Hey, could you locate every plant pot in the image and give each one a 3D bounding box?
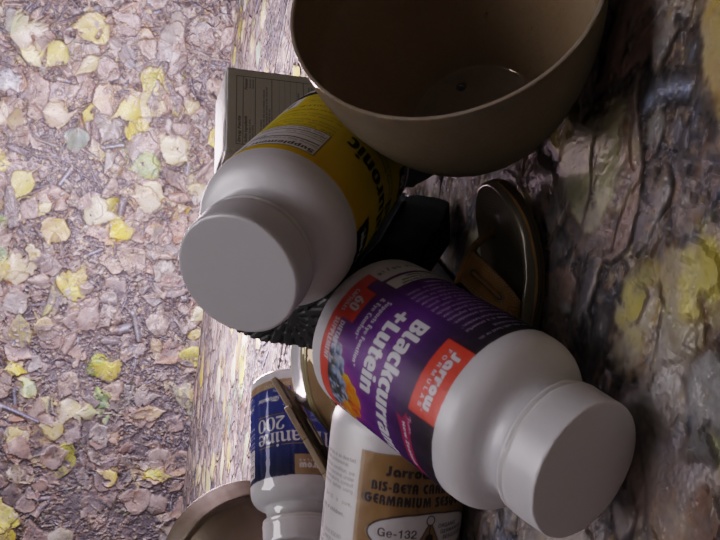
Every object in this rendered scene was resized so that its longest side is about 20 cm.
[{"bbox_3d":[-0.137,0.402,1.177,0.173,0.198,0.202,32,117,55],"label":"plant pot"},{"bbox_3d":[0.068,-0.140,0.614,0.135,0.198,0.202,61,-160,-56],"label":"plant pot"}]

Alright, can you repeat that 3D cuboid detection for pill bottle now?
[{"bbox_3d":[-0.078,0.230,1.110,0.111,0.110,0.202,120,150,-57],"label":"pill bottle"},{"bbox_3d":[0.065,0.075,0.568,0.199,0.111,0.113,29,115,49],"label":"pill bottle"},{"bbox_3d":[0.030,0.153,0.738,0.114,0.113,0.202,-161,77,-74],"label":"pill bottle"},{"bbox_3d":[-0.043,-0.044,0.634,0.200,0.110,0.112,-56,-15,-54],"label":"pill bottle"}]

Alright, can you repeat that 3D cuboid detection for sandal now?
[{"bbox_3d":[0.093,0.029,0.659,0.080,0.053,0.202,149,124,-71],"label":"sandal"}]

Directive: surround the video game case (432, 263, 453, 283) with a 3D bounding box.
[{"bbox_3d":[0.000,0.000,0.839,0.200,0.142,0.018,-120,26,-64],"label":"video game case"}]

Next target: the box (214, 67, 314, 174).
[{"bbox_3d":[-0.047,-0.140,0.944,0.078,0.198,0.096,135,137,-67],"label":"box"}]

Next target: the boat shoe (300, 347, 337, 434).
[{"bbox_3d":[0.009,0.137,0.829,0.064,0.071,0.202,-11,104,55],"label":"boat shoe"}]

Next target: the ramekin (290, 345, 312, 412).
[{"bbox_3d":[-0.012,0.062,0.955,0.202,0.093,0.205,-176,90,-74],"label":"ramekin"}]

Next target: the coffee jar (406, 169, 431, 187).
[{"bbox_3d":[0.040,-0.184,0.858,0.104,0.084,0.202,127,146,-59],"label":"coffee jar"}]

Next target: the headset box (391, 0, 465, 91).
[{"bbox_3d":[0.049,-0.208,0.716,0.075,0.147,0.202,-109,29,-62],"label":"headset box"}]

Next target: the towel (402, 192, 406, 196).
[{"bbox_3d":[-0.060,-0.042,0.988,0.200,0.190,0.035,133,128,-65],"label":"towel"}]

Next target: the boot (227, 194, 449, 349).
[{"bbox_3d":[-0.023,-0.017,0.755,0.200,0.163,0.066,-57,-17,-52],"label":"boot"}]

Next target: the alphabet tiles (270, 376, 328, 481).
[{"bbox_3d":[-0.035,0.183,0.891,0.168,0.008,0.200,59,176,12],"label":"alphabet tiles"}]
